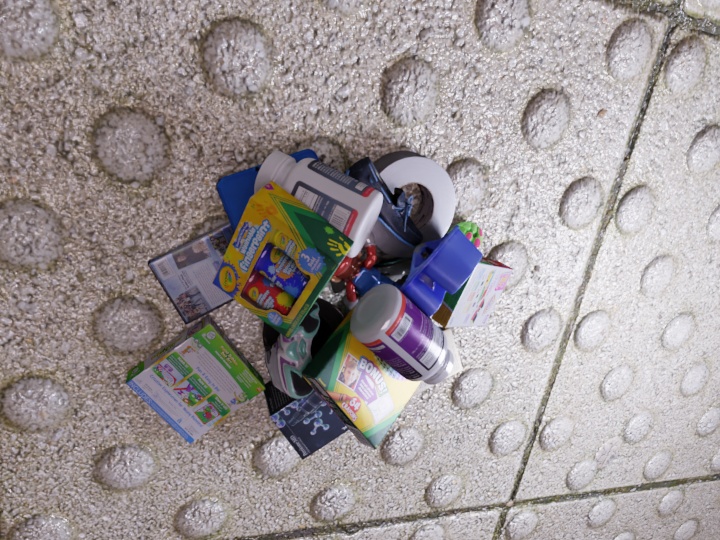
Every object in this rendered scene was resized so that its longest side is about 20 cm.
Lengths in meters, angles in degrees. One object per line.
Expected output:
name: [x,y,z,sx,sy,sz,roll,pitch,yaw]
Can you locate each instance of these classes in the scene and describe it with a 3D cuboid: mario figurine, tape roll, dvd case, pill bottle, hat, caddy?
mario figurine: [0.000,0.000,0.999,0.199,0.105,0.125,40,61,-22]
tape roll: [0.089,-0.132,1.033,0.196,0.066,0.204,-7,113,-17]
dvd case: [-0.278,0.000,0.982,0.197,0.018,0.145,-27,119,-8]
pill bottle: [-0.072,-0.119,0.870,0.197,0.120,0.121,28,103,8]
pill bottle: [0.080,0.122,0.925,0.113,0.113,0.200,-46,119,4]
hat: [-0.098,0.127,1.052,0.196,0.081,0.205,5,107,16]
caddy: [0.143,-0.009,0.969,0.105,0.200,0.142,42,122,4]

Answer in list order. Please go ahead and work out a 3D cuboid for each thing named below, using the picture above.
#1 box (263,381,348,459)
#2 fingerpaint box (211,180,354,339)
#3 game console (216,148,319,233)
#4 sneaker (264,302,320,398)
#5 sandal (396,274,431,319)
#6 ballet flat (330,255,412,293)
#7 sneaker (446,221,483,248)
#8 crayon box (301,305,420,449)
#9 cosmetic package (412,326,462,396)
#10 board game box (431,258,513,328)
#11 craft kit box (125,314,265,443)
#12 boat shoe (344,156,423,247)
box: [-0.087,0.278,1.117,0.198,0.107,0.150,-32,119,-4]
fingerpaint box: [-0.131,-0.011,0.838,0.166,0.074,0.201,36,127,-1]
game console: [-0.149,-0.103,0.975,0.197,0.119,0.172,-22,148,-16]
sneaker: [-0.144,0.136,0.988,0.077,0.139,0.204,12,77,-36]
sandal: [0.115,0.105,1.072,0.074,0.048,0.204,-18,82,-23]
ballet flat: [0.033,0.011,1.067,0.196,0.067,0.065,-9,97,-9]
sneaker: [0.189,-0.028,1.115,0.077,0.084,0.200,43,77,-1]
crayon box: [0.010,0.199,0.973,0.173,0.058,0.201,-49,116,-26]
cosmetic package: [0.114,0.206,1.118,0.197,0.073,0.105,-22,96,-24]
board game box: [0.250,0.049,1.129,0.198,0.040,0.155,7,111,-53]
craft kit box: [-0.328,0.223,1.044,0.196,0.049,0.202,-33,119,-1]
boat shoe: [0.057,-0.121,0.940,0.068,0.085,0.199,-41,122,14]
